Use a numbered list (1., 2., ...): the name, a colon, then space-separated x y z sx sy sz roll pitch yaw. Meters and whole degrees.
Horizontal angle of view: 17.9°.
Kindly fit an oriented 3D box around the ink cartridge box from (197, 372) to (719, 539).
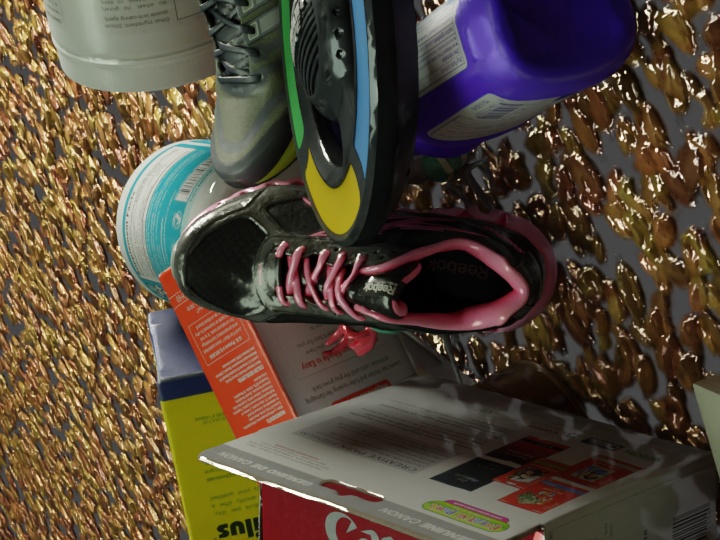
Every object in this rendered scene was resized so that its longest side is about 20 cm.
1. ink cartridge box: 0.045 0.127 1.126 0.200 0.175 0.084 14 111 45

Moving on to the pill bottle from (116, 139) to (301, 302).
1. pill bottle: -0.087 -0.027 1.446 0.200 0.111 0.111 13 122 64

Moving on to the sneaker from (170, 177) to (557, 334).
1. sneaker: 0.000 0.000 1.152 0.095 0.199 0.079 -70 -19 -77

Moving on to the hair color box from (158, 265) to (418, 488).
1. hair color box: -0.022 0.069 1.289 0.061 0.101 0.200 -33 81 46

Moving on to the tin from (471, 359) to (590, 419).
1. tin: 0.117 0.142 1.238 0.200 0.042 0.112 57 160 24

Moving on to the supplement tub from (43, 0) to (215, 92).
1. supplement tub: -0.136 -0.222 1.348 0.132 0.132 0.201 38 144 50

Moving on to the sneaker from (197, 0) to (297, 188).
1. sneaker: -0.063 -0.144 1.209 0.074 0.081 0.201 -2 83 43

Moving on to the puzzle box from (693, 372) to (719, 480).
1. puzzle box: 0.210 0.121 0.976 0.200 0.025 0.133 -153 44 -72

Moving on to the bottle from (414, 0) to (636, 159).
1. bottle: 0.056 -0.096 1.089 0.200 0.083 0.066 -27 80 69

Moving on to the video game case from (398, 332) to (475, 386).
1. video game case: 0.036 0.123 1.425 0.182 0.022 0.201 39 143 50

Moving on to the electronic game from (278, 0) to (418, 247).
1. electronic game: -0.012 -0.111 1.091 0.200 0.041 0.201 174 90 -78

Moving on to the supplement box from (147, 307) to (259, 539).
1. supplement box: -0.068 0.127 1.502 0.109 0.109 0.201 -111 11 -66

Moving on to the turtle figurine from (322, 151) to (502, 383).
1. turtle figurine: 0.009 -0.035 1.245 0.200 0.100 0.150 67 155 22
